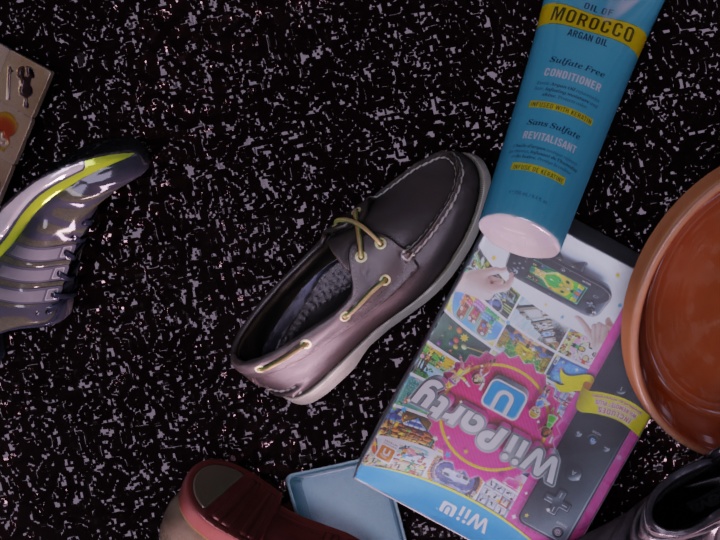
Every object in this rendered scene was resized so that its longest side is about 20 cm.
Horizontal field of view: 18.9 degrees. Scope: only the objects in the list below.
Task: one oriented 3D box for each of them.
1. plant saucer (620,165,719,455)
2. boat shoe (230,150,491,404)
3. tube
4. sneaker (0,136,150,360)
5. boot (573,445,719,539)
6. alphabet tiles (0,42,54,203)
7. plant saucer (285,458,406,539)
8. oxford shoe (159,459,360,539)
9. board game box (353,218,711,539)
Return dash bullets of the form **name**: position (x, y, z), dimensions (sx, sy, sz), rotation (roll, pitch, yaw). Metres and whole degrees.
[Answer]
- **plant saucer**: position (0.244, 0.017, 1.282), dimensions (0.199, 0.032, 0.202), rotation (-9, 117, -18)
- **boat shoe**: position (0.000, 0.000, 1.346), dimensions (0.201, 0.060, 0.072), rotation (-49, 46, 14)
- **tube**: position (0.125, -0.105, 1.291), dimensions (0.077, 0.050, 0.201), rotation (19, 67, 4)
- **sneaker**: position (-0.203, -0.012, 1.401), dimensions (0.200, 0.074, 0.081), rotation (-39, 96, 22)
- **boot**: position (0.160, 0.160, 1.255), dimensions (0.199, 0.132, 0.070), rotation (-36, 74, -15)
- **alphabet tiles**: position (-0.301, -0.129, 1.416), dimensions (0.199, 0.008, 0.168), rotation (28, 103, 14)
- **plant saucer**: position (0.009, 0.221, 1.413), dimensions (0.069, 0.019, 0.201), rotation (-14, 96, 13)
- **oxford shoe**: position (-0.041, 0.203, 1.390), dimensions (0.200, 0.070, 0.075), rotation (40, 132, 1)
- **board game box**: position (0.106, 0.071, 1.338), dimensions (0.147, 0.064, 0.201), rotation (28, 104, 0)
